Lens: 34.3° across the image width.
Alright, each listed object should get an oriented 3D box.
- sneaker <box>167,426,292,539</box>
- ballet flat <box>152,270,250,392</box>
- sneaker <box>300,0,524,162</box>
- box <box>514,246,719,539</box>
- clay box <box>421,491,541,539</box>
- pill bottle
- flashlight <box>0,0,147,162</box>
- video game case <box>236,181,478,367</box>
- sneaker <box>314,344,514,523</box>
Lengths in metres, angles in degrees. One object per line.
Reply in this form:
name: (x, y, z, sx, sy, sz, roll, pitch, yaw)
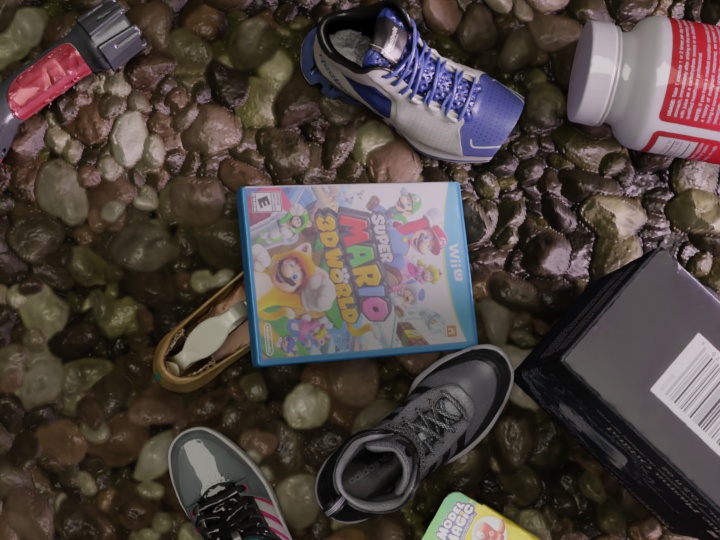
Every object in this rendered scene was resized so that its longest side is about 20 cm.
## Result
sneaker: (-0.094, 0.214, 0.913, 0.083, 0.121, 0.201, -32, 85, -6)
ballet flat: (-0.087, 0.032, 0.966, 0.200, 0.063, 0.069, -42, 87, -7)
sneaker: (0.040, -0.160, 0.971, 0.198, 0.115, 0.081, 24, 83, 1)
box: (0.238, 0.103, 0.903, 0.197, 0.200, 0.118, 44, 82, 4)
clay box: (0.129, 0.276, 0.953, 0.199, 0.048, 0.116, 32, 82, 3)
pill bottle: (0.280, -0.150, 0.982, 0.198, 0.112, 0.114, 10, 82, -2)
flashlight: (-0.271, -0.150, 0.979, 0.199, 0.068, 0.068, -37, 85, -6)
video game case: (0.000, 0.000, 0.964, 0.198, 0.018, 0.145, -3, 82, -24)
sneaker: (0.048, 0.134, 0.930, 0.199, 0.114, 0.076, -39, 86, -3)
